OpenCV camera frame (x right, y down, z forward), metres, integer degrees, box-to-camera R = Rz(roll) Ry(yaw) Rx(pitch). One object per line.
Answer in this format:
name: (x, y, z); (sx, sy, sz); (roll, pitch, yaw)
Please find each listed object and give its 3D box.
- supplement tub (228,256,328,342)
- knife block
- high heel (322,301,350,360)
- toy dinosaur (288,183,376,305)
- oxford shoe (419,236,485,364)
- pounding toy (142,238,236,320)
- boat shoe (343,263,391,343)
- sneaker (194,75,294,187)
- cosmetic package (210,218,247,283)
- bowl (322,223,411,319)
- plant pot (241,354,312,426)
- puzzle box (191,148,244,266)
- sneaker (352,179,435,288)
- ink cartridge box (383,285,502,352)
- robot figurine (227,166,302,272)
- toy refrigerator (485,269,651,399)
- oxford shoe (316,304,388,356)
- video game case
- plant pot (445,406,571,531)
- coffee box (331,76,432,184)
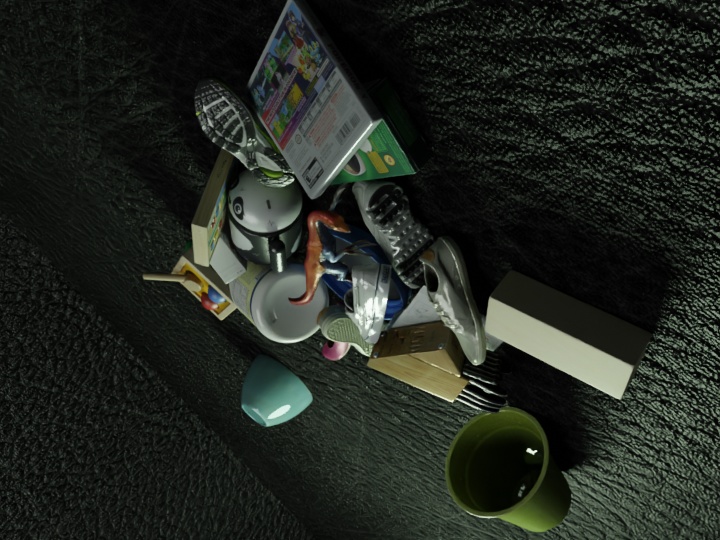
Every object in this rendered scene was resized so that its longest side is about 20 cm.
supplement tub: (-0.159, 0.038, 1.334); (0.145, 0.145, 0.200); (55, 167, -28)
knife block: (0.134, 0.166, 1.154); (0.199, 0.064, 0.176); (-12, 126, 30)
high heel: (-0.048, 0.119, 1.424); (0.096, 0.068, 0.200); (36, 150, -14)
toy dinosaur: (-0.049, -0.023, 1.056); (0.105, 0.200, 0.181); (41, -179, 27)
oxford shoe: (0.131, 0.049, 1.029); (0.075, 0.058, 0.201); (36, 148, 66)
pounding toy: (-0.345, 0.011, 1.574); (0.200, 0.142, 0.184); (44, 153, -7)
boat shoe: (0.007, 0.047, 1.098); (0.065, 0.074, 0.200); (9, 145, 0)
sneaker: (-0.168, -0.206, 1.038); (0.074, 0.081, 0.200); (-24, 135, 16)
cosmetic package: (-0.244, -0.065, 1.304); (0.083, 0.051, 0.200); (53, -169, -28)
bowl: (0.000, 0.000, 1.218); (0.200, 0.039, 0.201); (31, 152, 19)
plant pot: (-0.252, 0.349, 1.986); (0.200, 0.135, 0.200); (31, 152, 19)
puzzle box: (-0.225, -0.121, 1.156); (0.025, 0.201, 0.133); (16, 153, -3)
sneaker: (0.051, -0.058, 1.042); (0.081, 0.075, 0.200); (37, 162, 51)
ink cartridge box: (0.134, 0.104, 1.174); (0.162, 0.057, 0.200); (26, 132, -5)
robot figurine: (-0.160, -0.087, 1.196); (0.150, 0.125, 0.200); (31, 153, 10)
toy refrigerator: (0.271, 0.080, 0.953); (0.199, 0.070, 0.076); (26, 144, 26)
oxford shoe: (-0.004, 0.107, 1.308); (0.200, 0.075, 0.058); (23, -168, -44)
video game case: (-0.068, -0.212, 0.915); (0.183, 0.023, 0.200); (57, 147, 6)
plant pot: (0.287, 0.377, 1.293); (0.200, 0.201, 0.190); (7, 152, 48)
coffee box: (-0.010, -0.178, 0.948); (0.200, 0.044, 0.123); (0, 131, 53)
